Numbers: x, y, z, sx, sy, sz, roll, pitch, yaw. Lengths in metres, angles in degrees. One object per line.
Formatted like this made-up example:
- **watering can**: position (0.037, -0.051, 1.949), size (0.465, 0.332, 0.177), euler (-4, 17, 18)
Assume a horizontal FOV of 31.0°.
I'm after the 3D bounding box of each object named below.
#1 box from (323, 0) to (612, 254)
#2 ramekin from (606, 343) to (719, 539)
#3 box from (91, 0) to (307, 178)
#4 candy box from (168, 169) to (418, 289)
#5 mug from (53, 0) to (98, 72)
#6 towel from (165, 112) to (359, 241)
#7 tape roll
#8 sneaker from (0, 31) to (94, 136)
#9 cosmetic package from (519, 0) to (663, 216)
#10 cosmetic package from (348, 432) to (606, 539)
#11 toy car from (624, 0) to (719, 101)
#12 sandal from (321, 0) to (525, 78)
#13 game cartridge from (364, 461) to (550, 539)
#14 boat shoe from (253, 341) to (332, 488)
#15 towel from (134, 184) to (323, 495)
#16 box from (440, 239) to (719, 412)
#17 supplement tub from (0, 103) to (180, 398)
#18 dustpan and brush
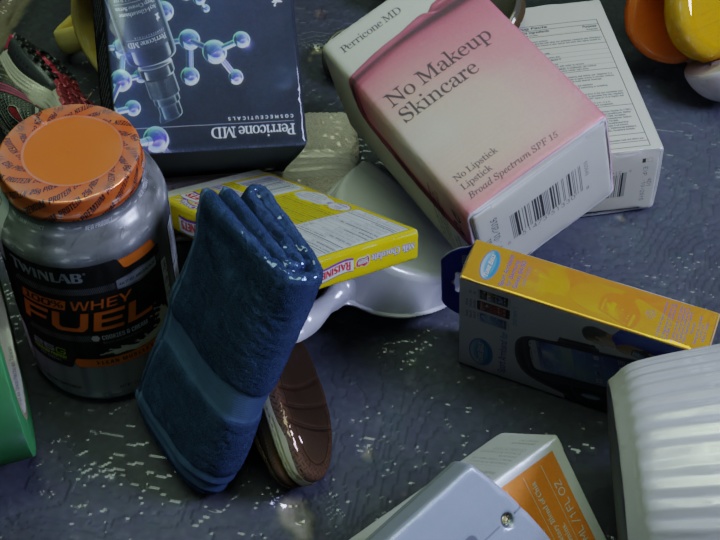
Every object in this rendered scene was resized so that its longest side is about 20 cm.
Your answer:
- **box**: position (0.082, -0.116, 0.996), size (0.127, 0.109, 0.200), euler (-36, 60, -5)
- **ramekin**: position (0.211, 0.142, 0.800), size (0.104, 0.201, 0.201), euler (-4, 48, 8)
- **box**: position (-0.132, -0.181, 1.024), size (0.147, 0.107, 0.202), euler (-5, 85, -15)
- **candy box**: position (-0.059, -0.034, 0.950), size (0.102, 0.027, 0.199), euler (-20, 28, -33)
- **mug**: position (-0.179, -0.258, 1.190), size (0.185, 0.150, 0.154), euler (20, 43, 9)
- **towel**: position (-0.097, -0.084, 1.103), size (0.198, 0.035, 0.133), euler (-3, 49, -3)
- **tape roll**: position (-0.268, 0.035, 0.886), size (0.048, 0.201, 0.201), euler (-15, 50, -12)
- **sneaker**: position (-0.261, -0.121, 1.112), size (0.075, 0.080, 0.200), euler (-50, 51, 9)
- **cosmetic package**: position (0.183, -0.143, 1.129), size (0.104, 0.071, 0.201), euler (-6, 49, -3)
- **cosmetic package**: position (0.053, 0.194, 0.801), size (0.199, 0.071, 0.102), euler (-31, 98, -24)
- **toy car**: position (0.326, -0.260, 1.197), size (0.199, 0.176, 0.150), euler (-32, 19, -25)
- **sandal**: position (0.049, -0.215, 1.162), size (0.198, 0.055, 0.082), euler (-3, 59, 27)
- **game cartridge**: position (0.074, 0.219, 0.750), size (0.133, 0.041, 0.201), euler (-38, 102, -27)
- **boat shoe**: position (-0.079, 0.075, 0.951), size (0.074, 0.075, 0.204), euler (-31, 53, 19)
- **towel**: position (-0.095, 0.049, 0.879), size (0.048, 0.201, 0.112), euler (-3, 40, -40)
- **box**: position (0.146, 0.046, 0.929), size (0.198, 0.119, 0.042), euler (16, 59, 15)
- **supplement tub**: position (-0.192, -0.012, 0.928), size (0.121, 0.201, 0.123), euler (0, 48, 1)
- **dustpan and brush**: position (0.000, 0.000, 0.994), size (0.139, 0.057, 0.200), euler (39, 32, 10)
